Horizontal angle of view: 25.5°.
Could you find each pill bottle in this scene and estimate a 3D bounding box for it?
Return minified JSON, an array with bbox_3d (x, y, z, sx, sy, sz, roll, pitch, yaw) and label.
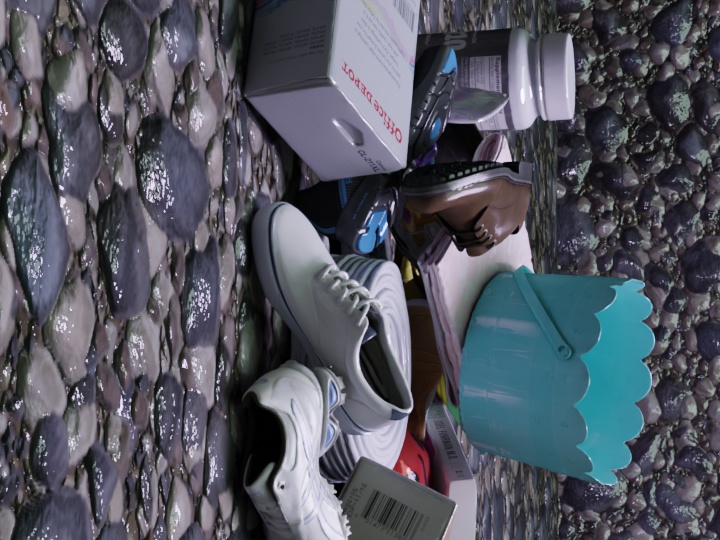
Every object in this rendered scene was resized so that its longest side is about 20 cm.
[{"bbox_3d":[0.139,-0.213,1.789,0.113,0.197,0.115,-1,90,-77],"label":"pill bottle"}]

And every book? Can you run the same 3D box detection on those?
[{"bbox_3d":[0.080,0.217,1.642,0.200,0.047,0.135,-110,-162,-62],"label":"book"}]

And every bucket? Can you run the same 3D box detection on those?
[{"bbox_3d":[0.189,0.095,1.518,0.207,0.133,0.210,-31,125,-58],"label":"bucket"}]

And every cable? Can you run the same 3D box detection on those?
[{"bbox_3d":[-0.005,0.086,1.394,0.200,0.068,0.202,53,41,-62],"label":"cable"}]

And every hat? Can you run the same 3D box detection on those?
[{"bbox_3d":[0.068,-0.112,1.666,0.081,0.200,0.202,-37,143,-16],"label":"hat"}]

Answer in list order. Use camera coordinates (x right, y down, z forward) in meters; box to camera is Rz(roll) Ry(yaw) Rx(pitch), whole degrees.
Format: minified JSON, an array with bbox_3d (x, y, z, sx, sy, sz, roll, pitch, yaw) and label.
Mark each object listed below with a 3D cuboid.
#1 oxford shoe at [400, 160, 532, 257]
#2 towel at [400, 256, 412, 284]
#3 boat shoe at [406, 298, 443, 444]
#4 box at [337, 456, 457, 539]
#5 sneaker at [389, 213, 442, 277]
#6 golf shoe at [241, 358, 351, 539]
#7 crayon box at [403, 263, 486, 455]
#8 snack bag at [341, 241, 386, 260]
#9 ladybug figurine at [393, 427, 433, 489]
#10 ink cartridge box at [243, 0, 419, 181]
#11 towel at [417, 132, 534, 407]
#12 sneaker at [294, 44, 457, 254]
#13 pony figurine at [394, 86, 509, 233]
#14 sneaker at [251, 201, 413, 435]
[{"bbox_3d":[0.099,-0.054,1.384,0.199,0.072,0.086,-2,94,-58],"label":"oxford shoe"},{"bbox_3d":[0.069,-0.027,1.862,0.144,0.022,0.202,67,25,-57],"label":"towel"},{"bbox_3d":[0.046,0.098,1.580,0.070,0.070,0.202,-75,176,-51],"label":"boat shoe"},{"bbox_3d":[0.023,0.236,1.354,0.078,0.094,0.200,-62,171,-20],"label":"box"},{"bbox_3d":[0.086,-0.017,1.634,0.088,0.075,0.201,42,-16,54],"label":"sneaker"},{"bbox_3d":[-0.062,0.173,1.218,0.097,0.078,0.203,-10,98,-55],"label":"golf shoe"},{"bbox_3d":[0.090,0.085,1.697,0.201,0.051,0.126,55,9,-15],"label":"crayon box"},{"bbox_3d":[0.000,0.000,1.561,0.189,0.021,0.203,-54,142,-70],"label":"snack bag"},{"bbox_3d":[0.031,0.219,1.544,0.201,0.071,0.137,79,17,-49],"label":"ladybug figurine"},{"bbox_3d":[-0.019,-0.197,1.306,0.146,0.082,0.202,46,44,-52],"label":"ink cartridge box"},{"bbox_3d":[0.115,0.002,1.531,0.192,0.032,0.201,-59,146,-39],"label":"towel"},{"bbox_3d":[0.016,-0.117,1.372,0.201,0.081,0.073,-59,157,-14],"label":"sneaker"},{"bbox_3d":[0.033,-0.158,1.495,0.202,0.165,0.194,65,29,-23],"label":"pony figurine"},{"bbox_3d":[-0.015,0.032,1.252,0.073,0.070,0.202,-38,104,-48],"label":"sneaker"}]
